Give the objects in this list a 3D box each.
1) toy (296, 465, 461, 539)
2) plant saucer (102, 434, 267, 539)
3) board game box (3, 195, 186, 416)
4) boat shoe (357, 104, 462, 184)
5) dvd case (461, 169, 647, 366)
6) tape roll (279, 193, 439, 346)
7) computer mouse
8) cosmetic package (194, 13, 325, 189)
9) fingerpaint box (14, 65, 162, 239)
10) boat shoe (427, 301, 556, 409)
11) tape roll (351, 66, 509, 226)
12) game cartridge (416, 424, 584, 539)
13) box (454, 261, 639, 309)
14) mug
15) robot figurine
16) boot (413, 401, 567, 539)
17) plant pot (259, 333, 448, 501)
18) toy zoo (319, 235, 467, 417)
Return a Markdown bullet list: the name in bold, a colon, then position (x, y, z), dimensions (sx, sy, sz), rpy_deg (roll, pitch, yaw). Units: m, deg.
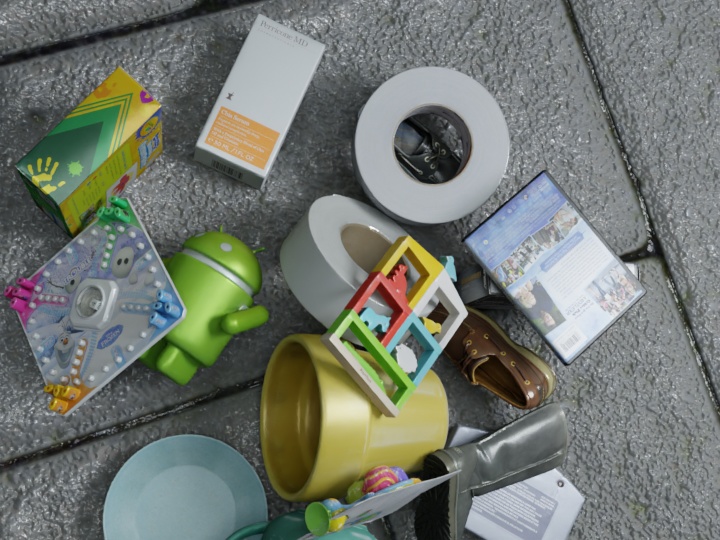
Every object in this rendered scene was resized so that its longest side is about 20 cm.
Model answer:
- **toy**: position (0.012, 0.250, 1.202), dimensions (0.200, 0.115, 0.047), rpy_deg (-7, 65, -53)
- **plant saucer**: position (-0.216, 0.305, 1.328), dimensions (0.200, 0.039, 0.202), rpy_deg (2, 80, -10)
- **board game box**: position (-0.322, 0.037, 1.273), dimensions (0.200, 0.026, 0.200), rpy_deg (-39, 58, 10)
- **boat shoe**: position (0.081, -0.160, 1.447), dimensions (0.200, 0.057, 0.069), rpy_deg (36, 76, -3)
- **dvd case**: position (0.238, -0.004, 1.310), dimensions (0.143, 0.018, 0.200), rpy_deg (-40, 90, -14)
- **tape roll**: position (0.000, 0.000, 1.339), dimensions (0.202, 0.203, 0.071), rpy_deg (38, 120, -3)
- **computer mouse**: position (-0.336, 0.035, 1.322), dimensions (0.140, 0.046, 0.200), rpy_deg (42, 105, 38)
- **cosmetic package**: position (-0.133, -0.220, 1.410), dimensions (0.101, 0.071, 0.200), rpy_deg (24, 77, -6)
- **fingerpaint box**: position (-0.321, -0.137, 1.295), dimensions (0.073, 0.200, 0.167), rpy_deg (43, 77, -1)
- **boat shoe**: position (0.155, 0.108, 1.381), dimensions (0.200, 0.072, 0.068), rpy_deg (35, 38, 19)
- **tape roll**: position (0.089, -0.158, 1.387), dimensions (0.200, 0.066, 0.201), rpy_deg (0, 89, -5)
- **game cartridge**: position (0.188, 0.292, 1.408), dimensions (0.200, 0.041, 0.133), rpy_deg (31, 81, -5)
- **box**: position (0.238, 0.020, 1.397), dimensions (0.199, 0.158, 0.048), rpy_deg (2, 82, -10)
- **mug**: position (-0.062, 0.343, 1.266), dimensions (0.185, 0.152, 0.115), rpy_deg (23, 74, -25)
- **robot figurine**: position (-0.200, 0.039, 1.333), dimensions (0.175, 0.116, 0.200), rpy_deg (26, 76, 26)
- **boot**: position (0.167, 0.267, 1.353), dimensions (0.200, 0.073, 0.182), rpy_deg (-17, 129, -37)
- **plant pot**: position (-0.003, 0.182, 1.319), dimensions (0.188, 0.201, 0.201), rpy_deg (5, 80, -26)
- **toy zoo**: position (0.051, 0.053, 1.248), dimensions (0.131, 0.020, 0.200), rpy_deg (51, 59, -23)
